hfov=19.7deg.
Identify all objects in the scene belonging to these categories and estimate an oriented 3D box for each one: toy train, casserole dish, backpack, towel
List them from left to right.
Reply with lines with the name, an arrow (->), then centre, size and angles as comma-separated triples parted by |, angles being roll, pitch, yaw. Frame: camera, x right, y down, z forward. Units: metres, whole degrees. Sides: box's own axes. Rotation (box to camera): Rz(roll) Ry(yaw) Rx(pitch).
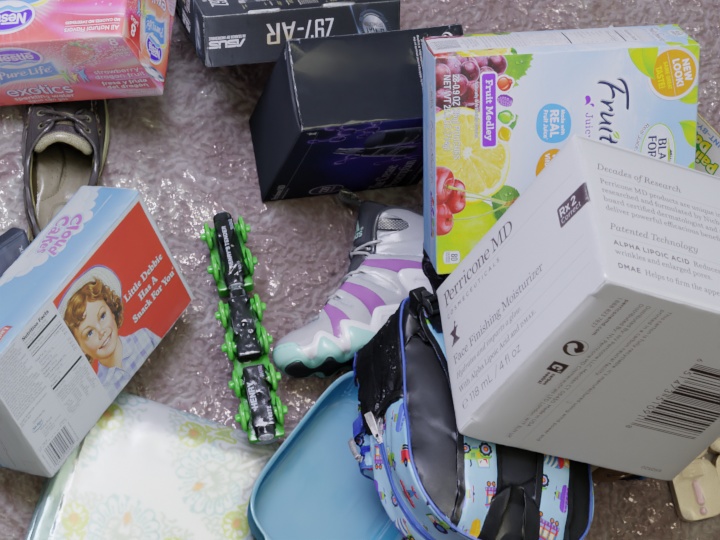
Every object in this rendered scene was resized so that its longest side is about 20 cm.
towel -> -0.169, 0.203, 1.612 | 0.170, 0.048, 0.201 | 19, 72, -9
toy train -> -0.092, 0.048, 1.648 | 0.041, 0.057, 0.201 | -10, 65, -5
casserole dish -> -0.015, 0.170, 1.631 | 0.121, 0.039, 0.200 | 43, 54, -5
backpack -> 0.085, 0.139, 1.577 | 0.181, 0.135, 0.201 | 16, 50, -26

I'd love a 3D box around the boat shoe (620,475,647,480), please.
boat shoe -> 0.206, 0.070, 1.706 | 0.068, 0.084, 0.202 | -3, 73, -9

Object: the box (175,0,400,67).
box -> -0.069, -0.227, 1.683 | 0.159, 0.200, 0.044 | -7, 119, -14

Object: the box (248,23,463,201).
box -> -0.003, -0.122, 1.653 | 0.140, 0.200, 0.080 | -4, 77, -12

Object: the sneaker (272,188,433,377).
sneaker -> 0.000, 0.000, 1.692 | 0.199, 0.078, 0.141 | -17, 77, -25

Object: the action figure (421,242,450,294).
action figure -> 0.136, -0.040, 1.673 | 0.118, 0.103, 0.200 | 25, 39, 21

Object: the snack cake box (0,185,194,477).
snack cake box -> -0.223, 0.043, 1.580 | 0.200, 0.067, 0.115 | -53, 132, -33

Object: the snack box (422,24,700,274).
snack box -> 0.147, -0.091, 1.547 | 0.198, 0.068, 0.170 | -5, 111, -7

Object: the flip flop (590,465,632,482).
flip flop -> 0.192, 0.139, 1.653 | 0.057, 0.199, 0.082 | 36, 33, -37

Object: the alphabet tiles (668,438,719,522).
alphabet tiles -> 0.348, 0.144, 1.748 | 0.198, 0.015, 0.197 | -11, 77, -14

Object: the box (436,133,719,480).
box -> 0.190, 0.032, 1.493 | 0.199, 0.199, 0.131 | 14, 47, -26

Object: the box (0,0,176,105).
box -> -0.255, -0.196, 1.634 | 0.198, 0.095, 0.103 | -1, 66, 16

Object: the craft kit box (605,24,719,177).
craft kit box -> 0.231, -0.084, 1.691 | 0.048, 0.200, 0.198 | -41, 85, -18

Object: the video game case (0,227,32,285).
video game case -> -0.303, 0.078, 1.554 | 0.200, 0.019, 0.144 | -40, 126, -41

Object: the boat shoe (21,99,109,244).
boat shoe -> -0.236, -0.097, 1.671 | 0.073, 0.065, 0.202 | -1, 74, -10
